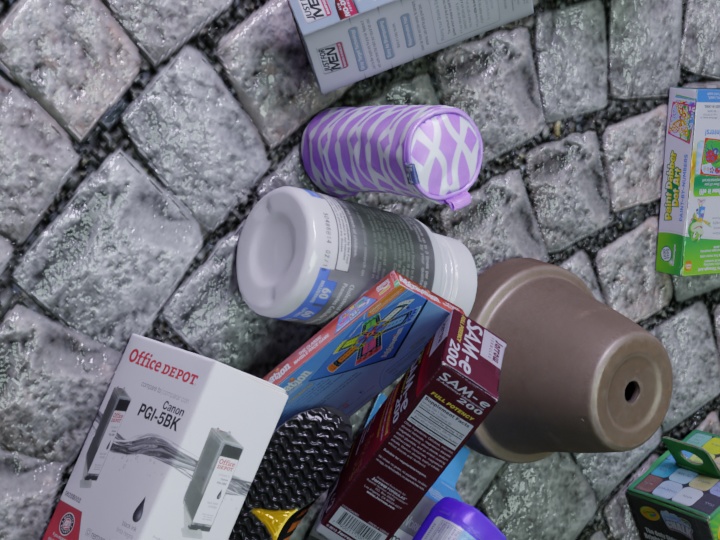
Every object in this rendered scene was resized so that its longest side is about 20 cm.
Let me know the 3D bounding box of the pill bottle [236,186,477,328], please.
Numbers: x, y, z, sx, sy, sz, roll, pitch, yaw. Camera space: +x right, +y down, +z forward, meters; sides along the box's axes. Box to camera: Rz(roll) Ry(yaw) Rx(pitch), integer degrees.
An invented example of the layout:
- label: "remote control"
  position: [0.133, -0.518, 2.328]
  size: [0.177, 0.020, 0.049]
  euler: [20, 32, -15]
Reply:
- label: "pill bottle"
  position: [0.000, 0.000, 1.536]
  size: [0.199, 0.113, 0.115]
  euler: [13, 91, -38]

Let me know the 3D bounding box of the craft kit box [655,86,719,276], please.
- label: "craft kit box"
  position: [0.406, -0.097, 1.881]
  size: [0.199, 0.048, 0.199]
  euler: [-3, 98, -37]

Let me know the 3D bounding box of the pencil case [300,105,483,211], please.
- label: "pencil case"
  position: [0.026, -0.098, 1.487]
  size: [0.084, 0.200, 0.086]
  euler: [-30, 110, -23]

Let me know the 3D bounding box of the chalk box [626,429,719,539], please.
- label: "chalk box"
  position: [0.379, 0.257, 1.873]
  size: [0.124, 0.125, 0.201]
  euler: [-34, 119, -28]

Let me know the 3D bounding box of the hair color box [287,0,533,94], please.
- label: "hair color box"
  position: [0.042, -0.230, 1.477]
  size: [0.199, 0.061, 0.099]
  euler: [-21, 154, -1]

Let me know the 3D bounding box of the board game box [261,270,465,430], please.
- label: "board game box"
  position: [-0.011, 0.082, 1.519]
  size: [0.200, 0.020, 0.103]
  euler: [-39, 141, 20]

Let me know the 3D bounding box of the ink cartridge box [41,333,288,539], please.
- label: "ink cartridge box"
  position: [-0.162, 0.164, 1.420]
  size: [0.083, 0.146, 0.201]
  euler: [28, 80, -35]

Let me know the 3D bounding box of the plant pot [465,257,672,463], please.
- label: "plant pot"
  position: [0.202, 0.098, 1.674]
  size: [0.199, 0.174, 0.202]
  euler: [-7, 102, -37]

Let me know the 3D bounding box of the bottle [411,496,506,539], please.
- label: "bottle"
  position: [0.054, 0.307, 1.585]
  size: [0.200, 0.065, 0.084]
  euler: [-55, 128, -16]

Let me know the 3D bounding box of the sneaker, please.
- label: "sneaker"
  position: [-0.080, 0.205, 1.537]
  size: [0.070, 0.090, 0.201]
  euler: [34, 78, -1]

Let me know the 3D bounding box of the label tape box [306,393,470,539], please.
- label: "label tape box"
  position: [0.037, 0.238, 1.641]
  size: [0.144, 0.063, 0.201]
  euler: [34, 77, -37]

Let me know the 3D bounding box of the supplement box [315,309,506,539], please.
- label: "supplement box"
  position: [0.044, 0.142, 1.488]
  size: [0.061, 0.109, 0.200]
  euler: [33, 114, -6]
